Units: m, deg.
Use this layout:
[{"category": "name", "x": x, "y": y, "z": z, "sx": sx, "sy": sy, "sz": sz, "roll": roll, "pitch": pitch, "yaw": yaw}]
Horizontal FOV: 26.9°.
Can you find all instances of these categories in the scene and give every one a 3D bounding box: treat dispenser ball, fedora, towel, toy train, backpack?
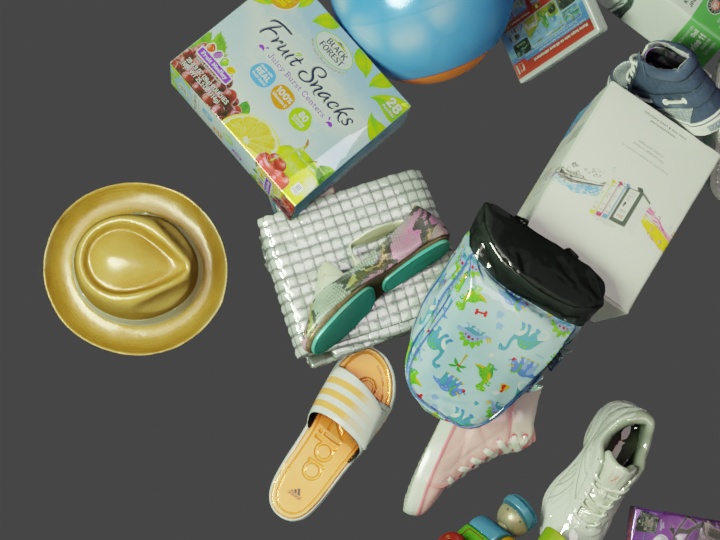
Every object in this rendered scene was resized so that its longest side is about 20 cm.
[{"category": "treat dispenser ball", "x": 0.065, "y": -0.301, "z": 1.607, "sx": 0.198, "sy": 0.201, "sz": 0.204, "roll": 1, "pitch": 83, "yaw": -6}, {"category": "fedora", "x": -0.239, "y": -0.006, "z": 1.601, "sx": 0.198, "sy": 0.082, "sz": 0.204, "roll": 1, "pitch": 84, "yaw": -6}, {"category": "towel", "x": 0.000, "y": 0.000, "z": 1.622, "sx": 0.198, "sy": 0.086, "sz": 0.168, "roll": -19, "pitch": 82, "yaw": -9}, {"category": "toy train", "x": 0.177, "y": 0.315, "z": 1.562, "sx": 0.115, "sy": 0.199, "sz": 0.085, "roll": -39, "pitch": 128, "yaw": -18}, {"category": "backpack", "x": 0.127, "y": 0.062, "z": 1.525, "sx": 0.162, "sy": 0.200, "sz": 0.155, "roll": 34, "pitch": 40, "yaw": -13}]

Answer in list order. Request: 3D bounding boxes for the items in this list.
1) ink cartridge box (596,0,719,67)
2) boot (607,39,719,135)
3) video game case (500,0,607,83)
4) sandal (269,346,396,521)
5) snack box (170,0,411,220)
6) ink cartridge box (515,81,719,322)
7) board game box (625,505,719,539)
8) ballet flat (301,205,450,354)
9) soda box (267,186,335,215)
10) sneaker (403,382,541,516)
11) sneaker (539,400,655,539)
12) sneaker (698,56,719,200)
[{"category": "ink cartridge box", "x": 0.335, "y": -0.338, "z": 1.647, "sx": 0.199, "sy": 0.083, "sz": 0.147, "roll": 36, "pitch": 69, "yaw": 1}, {"category": "boot", "x": 0.316, "y": -0.214, "z": 1.618, "sx": 0.073, "sy": 0.200, "sz": 0.091, "roll": -44, "pitch": 120, "yaw": -7}, {"category": "video game case", "x": 0.183, "y": -0.326, "z": 1.657, "sx": 0.017, "sy": 0.143, "sz": 0.202, "roll": -20, "pitch": 85, "yaw": -36}, {"category": "sandal", "x": -0.025, "y": 0.177, "z": 1.613, "sx": 0.079, "sy": 0.059, "sz": 0.208, "roll": 31, "pitch": 81, "yaw": -1}, {"category": "snack box", "x": -0.074, "y": -0.185, "z": 1.577, "sx": 0.168, "sy": 0.068, "sz": 0.200, "roll": -40, "pitch": 85, "yaw": -13}, {"category": "ink cartridge box", "x": 0.262, "y": -0.068, "z": 1.627, "sx": 0.144, "sy": 0.147, "sz": 0.201, "roll": 33, "pitch": 82, "yaw": -1}, {"category": "board game box", "x": 0.339, "y": 0.367, "z": 1.646, "sx": 0.118, "sy": 0.032, "sz": 0.203, "roll": 9, "pitch": 83, "yaw": 0}, {"category": "ballet flat", "x": 0.003, "y": 0.005, "z": 1.551, "sx": 0.199, "sy": 0.069, "sz": 0.071, "roll": -39, "pitch": 68, "yaw": -15}, {"category": "soda box", "x": -0.092, "y": -0.161, "z": 1.645, "sx": 0.068, "sy": 0.064, "sz": 0.202, "roll": -19, "pitch": 85, "yaw": -8}, {"category": "sneaker", "x": 0.128, "y": 0.188, "z": 1.619, "sx": 0.104, "sy": 0.075, "sz": 0.202, "roll": 28, "pitch": 77, "yaw": 3}, {"category": "sneaker", "x": 0.254, "y": 0.228, "z": 1.616, "sx": 0.077, "sy": 0.099, "sz": 0.202, "roll": 26, "pitch": 81, "yaw": -2}, {"category": "sneaker", "x": 0.407, "y": -0.183, "z": 1.664, "sx": 0.073, "sy": 0.118, "sz": 0.203, "roll": 10, "pitch": 101, "yaw": -3}]
